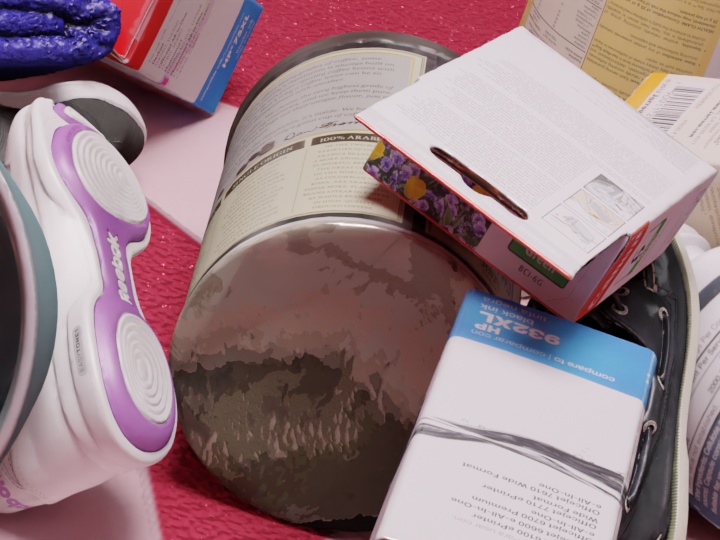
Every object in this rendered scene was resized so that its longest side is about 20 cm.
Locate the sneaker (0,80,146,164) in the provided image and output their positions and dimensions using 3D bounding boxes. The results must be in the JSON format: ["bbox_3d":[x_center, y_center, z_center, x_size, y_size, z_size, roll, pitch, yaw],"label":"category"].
[{"bbox_3d":[-0.144,-0.032,1.287,0.099,0.071,0.200,57,21,14],"label":"sneaker"}]

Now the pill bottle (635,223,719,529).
[{"bbox_3d":[0.182,0.057,1.266,0.119,0.120,0.200,-12,41,-46],"label":"pill bottle"}]

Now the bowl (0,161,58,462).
[{"bbox_3d":[-0.194,0.015,1.051,0.200,0.201,0.105,28,9,16],"label":"bowl"}]

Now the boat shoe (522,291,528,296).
[{"bbox_3d":[0.094,-0.032,1.421,0.199,0.075,0.062,2,33,-33],"label":"boat shoe"}]

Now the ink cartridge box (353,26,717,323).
[{"bbox_3d":[0.065,-0.034,1.127,0.109,0.050,0.200,37,25,10],"label":"ink cartridge box"}]

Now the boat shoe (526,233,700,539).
[{"bbox_3d":[0.100,0.038,1.205,0.074,0.200,0.066,-10,-26,30],"label":"boat shoe"}]

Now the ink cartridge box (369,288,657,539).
[{"bbox_3d":[0.040,0.120,1.029,0.083,0.146,0.200,20,27,2],"label":"ink cartridge box"}]

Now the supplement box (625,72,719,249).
[{"bbox_3d":[0.219,-0.017,1.332,0.199,0.126,0.074,10,42,37],"label":"supplement box"}]

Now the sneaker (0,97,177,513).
[{"bbox_3d":[-0.135,0.010,1.144,0.075,0.099,0.201,41,28,-41],"label":"sneaker"}]

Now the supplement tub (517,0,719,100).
[{"bbox_3d":[0.164,-0.137,1.521,0.145,0.201,0.146,16,27,-8],"label":"supplement tub"}]

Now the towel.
[{"bbox_3d":[-0.216,-0.110,1.279,0.147,0.050,0.200,-4,1,-34],"label":"towel"}]

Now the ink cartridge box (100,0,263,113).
[{"bbox_3d":[-0.134,-0.146,1.399,0.116,0.067,0.200,27,0,13],"label":"ink cartridge box"}]

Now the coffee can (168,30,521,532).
[{"bbox_3d":[0.000,0.000,1.221,0.146,0.147,0.200,18,27,-4],"label":"coffee can"}]
